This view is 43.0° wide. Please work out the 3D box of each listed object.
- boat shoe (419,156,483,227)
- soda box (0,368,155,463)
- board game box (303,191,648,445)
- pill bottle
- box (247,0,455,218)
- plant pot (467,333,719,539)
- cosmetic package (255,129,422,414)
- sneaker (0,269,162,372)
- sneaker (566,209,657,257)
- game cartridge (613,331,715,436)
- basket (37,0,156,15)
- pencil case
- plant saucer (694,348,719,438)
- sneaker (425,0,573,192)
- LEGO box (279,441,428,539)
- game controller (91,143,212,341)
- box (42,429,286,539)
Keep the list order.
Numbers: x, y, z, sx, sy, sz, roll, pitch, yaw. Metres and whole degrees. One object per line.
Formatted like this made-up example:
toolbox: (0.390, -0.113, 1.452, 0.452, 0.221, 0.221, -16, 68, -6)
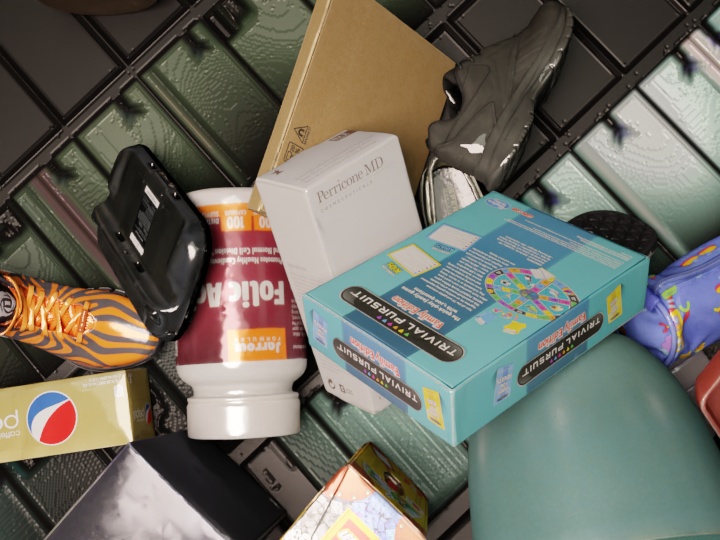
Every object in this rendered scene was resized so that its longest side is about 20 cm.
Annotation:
boat shoe: (0.092, -0.003, 0.795, 0.070, 0.064, 0.203, -17, 83, 2)
soda box: (-0.288, 0.132, 0.807, 0.197, 0.068, 0.065, -10, 84, 3)
board game box: (0.083, 0.023, 0.655, 0.199, 0.047, 0.150, -28, 39, -30)
pill bottle: (-0.102, 0.038, 0.780, 0.112, 0.114, 0.203, -3, 84, 4)
box: (0.000, -0.118, 0.778, 0.021, 0.163, 0.203, 12, 82, 46)
plant pot: (0.169, 0.145, 0.682, 0.198, 0.201, 0.163, -11, 61, 3)
cosmetic package: (0.000, 0.000, 0.738, 0.101, 0.074, 0.202, -34, 120, -30)
sneaker: (-0.276, 0.043, 0.793, 0.197, 0.112, 0.079, 9, 85, 5)
sneaker: (0.175, 0.022, 0.784, 0.199, 0.083, 0.072, -33, 54, -26)
game cartridge: (0.212, 0.126, 0.791, 0.199, 0.038, 0.130, -34, 87, 0)
basket: (-0.244, -0.346, 0.823, 0.178, 0.136, 0.203, -3, 88, 5)
pencil case: (0.302, 0.005, 0.749, 0.198, 0.088, 0.078, -25, 41, -15)
plant saucer: (0.355, 0.082, 0.730, 0.200, 0.037, 0.200, -48, 122, -9)
sneaker: (0.121, -0.165, 0.785, 0.090, 0.076, 0.201, 24, 62, 10)
LEGO box: (-0.022, 0.221, 0.714, 0.077, 0.200, 0.149, 42, 89, 8)
game controller: (-0.176, -0.029, 0.768, 0.105, 0.042, 0.200, -60, 42, 14)
box: (-0.177, 0.239, 0.724, 0.123, 0.200, 0.199, 42, 87, 7)
